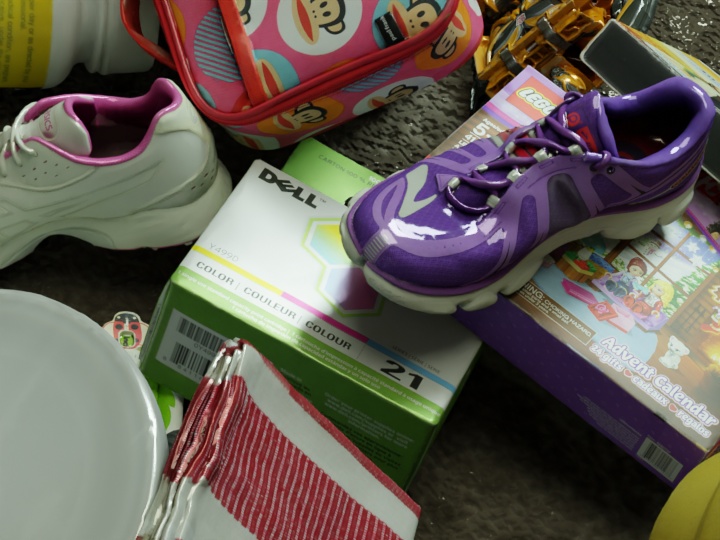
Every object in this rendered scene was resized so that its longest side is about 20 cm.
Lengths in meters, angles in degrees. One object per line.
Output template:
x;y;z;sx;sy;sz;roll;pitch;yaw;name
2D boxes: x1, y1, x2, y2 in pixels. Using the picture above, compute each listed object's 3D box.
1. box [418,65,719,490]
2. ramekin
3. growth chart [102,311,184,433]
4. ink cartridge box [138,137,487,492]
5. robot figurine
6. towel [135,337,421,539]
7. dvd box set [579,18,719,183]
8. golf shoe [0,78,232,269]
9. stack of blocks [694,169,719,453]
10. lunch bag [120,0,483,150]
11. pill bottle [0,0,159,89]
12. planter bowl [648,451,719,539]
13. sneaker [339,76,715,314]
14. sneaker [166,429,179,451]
0.118;0.000;1.210;0.200;0.039;0.137;38;50;12;box
-0.167;0.115;1.058;0.202;0.094;0.203;-8;55;11;ramekin
-0.177;0.065;1.190;0.199;0.018;0.145;4;47;-13;growth chart
0.000;0.000;1.244;0.147;0.076;0.200;28;47;4;ink cartridge box
0.106;-0.158;1.394;0.058;0.145;0.200;37;30;-24;robot figurine
-0.040;0.145;1.011;0.023;0.144;0.200;-12;45;39;towel
0.201;-0.067;1.305;0.146;0.029;0.200;44;13;17;dvd box set
-0.168;-0.051;1.235;0.199;0.092;0.075;-10;49;0;golf shoe
0.172;0.009;1.298;0.115;0.059;0.200;-27;59;-33;stack of blocks
-0.045;-0.168;1.256;0.176;0.082;0.201;-24;72;13;lunch bag
-0.212;-0.153;1.322;0.199;0.114;0.115;-1;48;-14;pill bottle
0.187;0.142;1.126;0.083;0.201;0.200;9;36;42;planter bowl
0.079;-0.048;1.150;0.200;0.084;0.081;-23;64;-26;sneaker
-0.046;0.160;1.106;0.077;0.076;0.200;-7;59;-27;sneaker
